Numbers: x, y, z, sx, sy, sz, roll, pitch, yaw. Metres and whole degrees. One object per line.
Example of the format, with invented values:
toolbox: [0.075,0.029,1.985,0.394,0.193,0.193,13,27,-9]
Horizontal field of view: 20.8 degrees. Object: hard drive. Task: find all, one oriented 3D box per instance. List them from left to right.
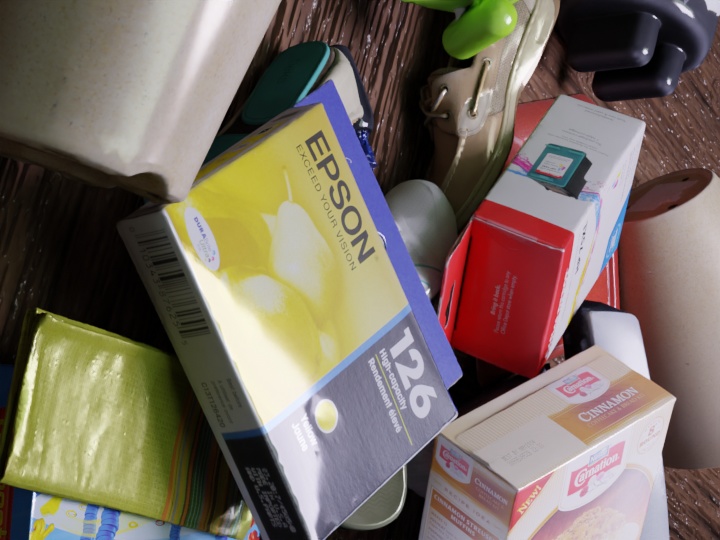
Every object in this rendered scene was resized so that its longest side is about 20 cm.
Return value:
hard drive: [0.179,0.120,1.387,0.135,0.042,0.201,-144,-134,-85]

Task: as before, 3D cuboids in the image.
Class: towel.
towel: [-0.108,0.081,0.994,0.200,0.018,0.086,25,70,-56]

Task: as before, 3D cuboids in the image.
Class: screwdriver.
screwdriver: [0.012,-0.047,1.204,0.029,0.028,0.200,-17,76,-16]

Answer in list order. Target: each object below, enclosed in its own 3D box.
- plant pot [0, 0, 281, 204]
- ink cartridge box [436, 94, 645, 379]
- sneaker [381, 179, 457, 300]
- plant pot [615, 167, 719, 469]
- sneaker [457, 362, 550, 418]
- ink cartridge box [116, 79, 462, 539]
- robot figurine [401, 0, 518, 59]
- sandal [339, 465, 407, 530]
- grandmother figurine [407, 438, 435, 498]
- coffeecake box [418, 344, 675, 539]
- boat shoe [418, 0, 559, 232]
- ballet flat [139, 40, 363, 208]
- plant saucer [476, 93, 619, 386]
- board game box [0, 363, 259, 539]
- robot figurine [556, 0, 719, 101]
plant pot: [-0.119,-0.137,0.933,0.200,0.200,0.184,24,83,-56]
ink cartridge box: [0.117,-0.013,1.301,0.200,0.067,0.116,-53,158,-44]
sneaker: [0.000,0.000,1.219,0.200,0.070,0.080,-56,133,-39]
plant pot: [0.277,0.026,1.589,0.187,0.187,0.200,-45,115,-48]
sneaker: [0.116,0.114,1.349,0.082,0.070,0.200,67,15,3]
ink cartridge box: [-0.019,0.017,1.060,0.200,0.047,0.198,-38,109,-44]
robot figurine: [0.052,-0.224,1.243,0.200,0.115,0.176,-2,81,-58]
sandal: [-0.012,0.059,1.135,0.080,0.057,0.202,-14,106,-22]
grandmother figurine: [0.077,0.185,1.370,0.121,0.060,0.200,-75,146,-49]
coffeecake box: [0.111,0.169,1.263,0.153,0.073,0.200,-24,135,-38]
boat shoe: [0.070,-0.113,1.337,0.064,0.071,0.200,26,75,-18]
ballet flat: [-0.056,-0.061,1.129,0.200,0.069,0.070,-50,132,-44]
plant saucer: [0.146,-0.027,1.482,0.199,0.037,0.201,-16,104,-57]
board game box: [-0.131,0.151,1.030,0.200,0.056,0.196,8,84,-58]
robot figurine: [0.223,-0.228,1.506,0.150,0.124,0.200,99,8,-66]
